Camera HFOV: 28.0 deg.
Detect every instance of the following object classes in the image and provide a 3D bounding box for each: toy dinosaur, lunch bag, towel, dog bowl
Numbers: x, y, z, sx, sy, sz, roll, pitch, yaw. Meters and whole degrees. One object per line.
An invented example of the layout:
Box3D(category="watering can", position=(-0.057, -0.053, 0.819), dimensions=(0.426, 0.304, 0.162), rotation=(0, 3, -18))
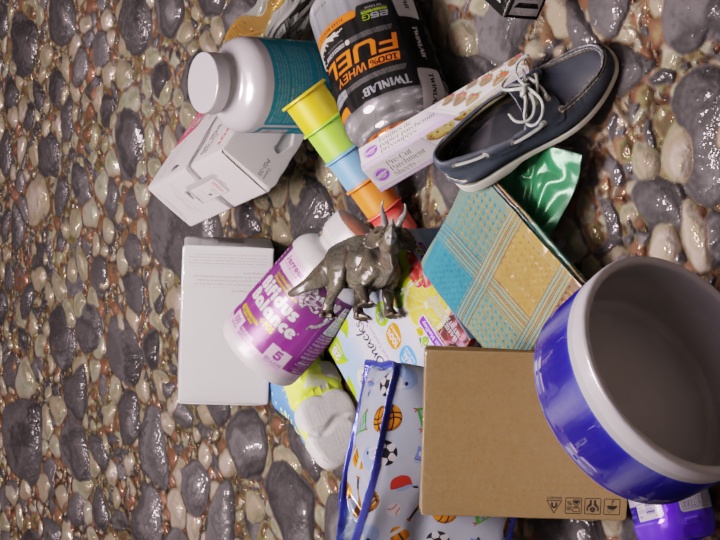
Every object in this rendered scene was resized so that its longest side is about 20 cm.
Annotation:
Box3D(category="toy dinosaur", position=(0.000, 0.000, 1.570), dimensions=(0.200, 0.077, 0.103), rotation=(-17, 63, 53))
Box3D(category="lunch bag", position=(0.072, 0.202, 1.456), dimensions=(0.124, 0.169, 0.201), rotation=(168, 112, -74))
Box3D(category="towel", position=(0.144, 0.012, 1.431), dimensions=(0.200, 0.022, 0.147), rotation=(51, 131, 32))
Box3D(category="dog bowl", position=(0.248, 0.093, 1.224), dimensions=(0.079, 0.199, 0.201), rotation=(-45, 57, 49))

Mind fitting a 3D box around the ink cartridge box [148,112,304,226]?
Box3D(category="ink cartridge box", position=(-0.160, -0.153, 1.818), dimensions=(0.200, 0.083, 0.147), rotation=(-18, 36, 54))

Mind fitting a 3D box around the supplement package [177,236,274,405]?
Box3D(category="supplement package", position=(-0.172, 0.062, 1.844), dimensions=(0.117, 0.117, 0.201), rotation=(-134, 46, -81))

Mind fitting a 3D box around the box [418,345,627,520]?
Box3D(category="box", position=(0.158, 0.155, 1.375), dimensions=(0.021, 0.199, 0.164), rotation=(-82, -7, -82))

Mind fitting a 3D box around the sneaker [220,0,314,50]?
Box3D(category="sneaker", position=(-0.099, -0.296, 1.772), dimensions=(0.200, 0.087, 0.076), rotation=(-53, 51, 31))

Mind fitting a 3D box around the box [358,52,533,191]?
Box3D(category="box", position=(0.092, -0.150, 1.473), dimensions=(0.200, 0.041, 0.039), rotation=(-29, 40, 16))

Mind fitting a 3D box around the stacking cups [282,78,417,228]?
Box3D(category="stacking cups", position=(-0.003, -0.119, 1.621), dimensions=(0.200, 0.060, 0.060), rotation=(52, 141, -6))

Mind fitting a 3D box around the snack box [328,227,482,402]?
Box3D(category="snack box", position=(0.060, 0.081, 1.596), dimensions=(0.169, 0.067, 0.200), rotation=(58, 136, 34))

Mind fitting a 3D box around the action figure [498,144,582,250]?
Box3D(category="action figure", position=(0.166, -0.032, 1.453), dimensions=(0.118, 0.055, 0.201), rotation=(27, 112, 49))

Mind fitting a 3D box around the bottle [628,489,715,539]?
Box3D(category="bottle", position=(0.265, 0.147, 1.311), dimensions=(0.084, 0.065, 0.201), rotation=(124, 135, -72))

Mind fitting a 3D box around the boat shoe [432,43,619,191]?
Box3D(category="boat shoe", position=(0.156, -0.155, 1.392), dimensions=(0.200, 0.062, 0.075), rotation=(-33, 56, 18))

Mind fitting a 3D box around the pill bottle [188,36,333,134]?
Box3D(category="pill bottle", position=(-0.098, -0.215, 1.683), dimensions=(0.111, 0.199, 0.111), rotation=(4, 95, 53))

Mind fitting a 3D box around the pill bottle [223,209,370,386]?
Box3D(category="pill bottle", position=(-0.059, 0.029, 1.682), dimensions=(0.200, 0.112, 0.112), rotation=(-49, 50, 13))

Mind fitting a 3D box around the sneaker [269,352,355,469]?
Box3D(category="sneaker", position=(-0.062, 0.165, 1.779), dimensions=(0.105, 0.075, 0.201), rotation=(120, 142, -53))

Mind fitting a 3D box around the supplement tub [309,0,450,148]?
Box3D(category="supplement tub", position=(0.026, -0.215, 1.578), dimensions=(0.123, 0.122, 0.201), rotation=(-41, 60, 47))

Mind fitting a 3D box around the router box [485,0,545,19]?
Box3D(category="router box", position=(0.131, -0.361, 1.421), dimensions=(0.200, 0.051, 0.150), rotation=(51, 131, 40))
